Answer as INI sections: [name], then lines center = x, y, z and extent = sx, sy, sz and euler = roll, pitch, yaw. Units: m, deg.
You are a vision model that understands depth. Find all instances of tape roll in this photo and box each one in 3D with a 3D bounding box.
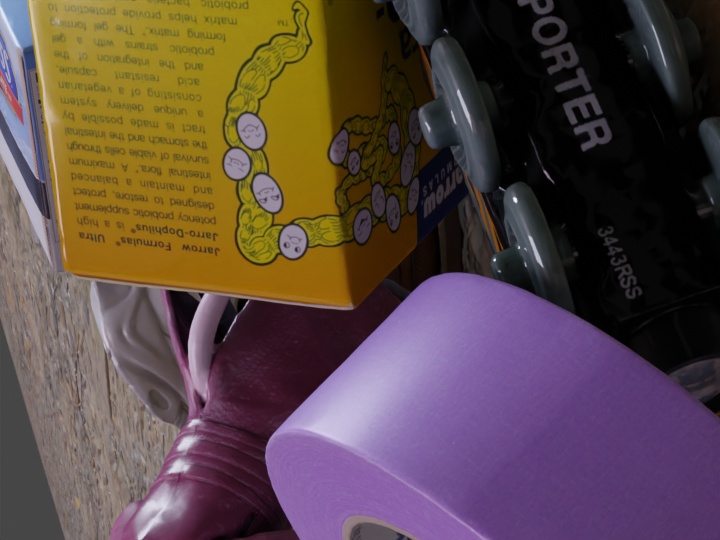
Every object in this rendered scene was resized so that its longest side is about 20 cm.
[tape roll]
center = 0.066, 0.095, 0.724
extent = 0.200, 0.066, 0.200
euler = 41, 163, 15

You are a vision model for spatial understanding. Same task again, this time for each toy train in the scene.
[toy train]
center = 0.060, -0.037, 0.770
extent = 0.114, 0.085, 0.201
euler = 80, 169, -61

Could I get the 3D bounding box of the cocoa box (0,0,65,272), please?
[cocoa box]
center = -0.121, -0.120, 1.281
extent = 0.200, 0.132, 0.132
euler = -120, 20, -48

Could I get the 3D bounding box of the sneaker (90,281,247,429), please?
[sneaker]
center = -0.044, 0.060, 1.284
extent = 0.200, 0.099, 0.078
euler = 53, -167, -38

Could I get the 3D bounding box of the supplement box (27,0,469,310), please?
[supplement box]
center = -0.036, -0.104, 0.843
extent = 0.109, 0.109, 0.201
euler = -44, -46, -54

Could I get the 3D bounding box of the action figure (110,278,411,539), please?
[action figure]
center = -0.043, 0.073, 0.961
extent = 0.149, 0.133, 0.201
euler = 51, -132, -38

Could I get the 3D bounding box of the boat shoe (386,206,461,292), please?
[boat shoe]
center = 0.000, 0.000, 1.061
extent = 0.072, 0.068, 0.201
euler = -126, 26, -60
